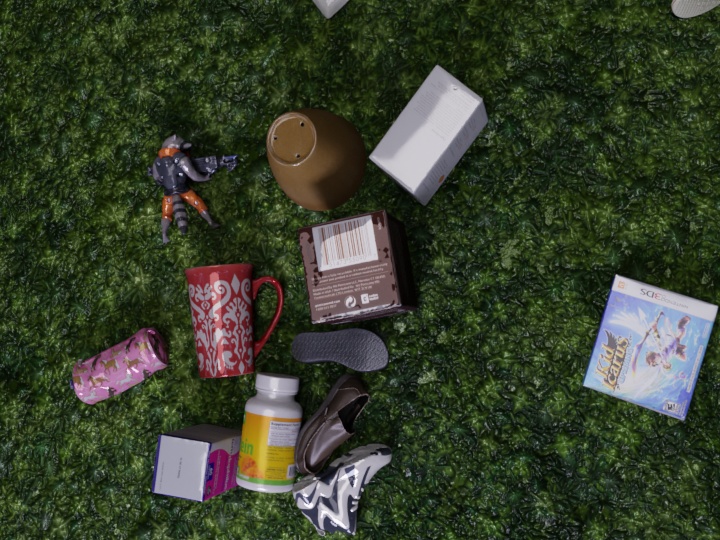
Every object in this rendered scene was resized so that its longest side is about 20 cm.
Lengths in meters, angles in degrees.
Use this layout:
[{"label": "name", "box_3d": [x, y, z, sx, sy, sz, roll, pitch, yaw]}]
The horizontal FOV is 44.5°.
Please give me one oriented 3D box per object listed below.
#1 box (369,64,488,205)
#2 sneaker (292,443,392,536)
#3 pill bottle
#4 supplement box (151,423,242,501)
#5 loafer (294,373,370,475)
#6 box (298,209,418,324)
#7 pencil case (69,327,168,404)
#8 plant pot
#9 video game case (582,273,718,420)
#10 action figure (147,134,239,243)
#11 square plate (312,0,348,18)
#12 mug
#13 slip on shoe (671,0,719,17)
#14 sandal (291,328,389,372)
[{"label": "box", "box_3d": [0.126, -0.237, 1.575, 0.106, 0.152, 0.201, 39, 94, 12]}, {"label": "sneaker", "box_3d": [-0.014, 0.411, 1.604, 0.196, 0.079, 0.132, -27, 99, -10]}, {"label": "pill bottle", "box_3d": [-0.165, 0.296, 1.625, 0.108, 0.111, 0.206, 6, 87, 13]}, {"label": "supplement box", "box_3d": [-0.288, 0.346, 1.605, 0.101, 0.200, 0.104, 7, 88, 12]}, {"label": "loafer", "box_3d": [-0.051, 0.285, 1.598, 0.071, 0.073, 0.203, 24, 83, 48]}, {"label": "box", "box_3d": [0.000, 0.000, 1.563, 0.162, 0.200, 0.169, -12, 83, 12]}, {"label": "pencil case", "box_3d": [-0.469, 0.185, 1.721, 0.197, 0.087, 0.084, -26, 49, 10]}, {"label": "plant pot", "box_3d": [-0.096, -0.218, 1.603, 0.181, 0.200, 0.192, -1, 85, 12]}, {"label": "video game case", "box_3d": [0.497, 0.130, 1.517, 0.177, 0.045, 0.205, 17, 90, 15]}, {"label": "action figure", "box_3d": [-0.331, -0.172, 1.706, 0.195, 0.104, 0.198, -15, 92, 14]}, {"label": "square plate", "box_3d": [-0.052, -0.631, 1.711, 0.197, 0.028, 0.201, -40, 78, 8]}, {"label": "mug", "box_3d": [-0.239, 0.092, 1.651, 0.173, 0.133, 0.206, -5, 88, 14]}, {"label": "slip on shoe", "box_3d": [0.623, -0.520, 1.531, 0.199, 0.074, 0.062, -42, 43, 13]}, {"label": "sandal", "box_3d": [-0.034, 0.145, 1.647, 0.195, 0.043, 0.078, 6, 80, 23]}]
